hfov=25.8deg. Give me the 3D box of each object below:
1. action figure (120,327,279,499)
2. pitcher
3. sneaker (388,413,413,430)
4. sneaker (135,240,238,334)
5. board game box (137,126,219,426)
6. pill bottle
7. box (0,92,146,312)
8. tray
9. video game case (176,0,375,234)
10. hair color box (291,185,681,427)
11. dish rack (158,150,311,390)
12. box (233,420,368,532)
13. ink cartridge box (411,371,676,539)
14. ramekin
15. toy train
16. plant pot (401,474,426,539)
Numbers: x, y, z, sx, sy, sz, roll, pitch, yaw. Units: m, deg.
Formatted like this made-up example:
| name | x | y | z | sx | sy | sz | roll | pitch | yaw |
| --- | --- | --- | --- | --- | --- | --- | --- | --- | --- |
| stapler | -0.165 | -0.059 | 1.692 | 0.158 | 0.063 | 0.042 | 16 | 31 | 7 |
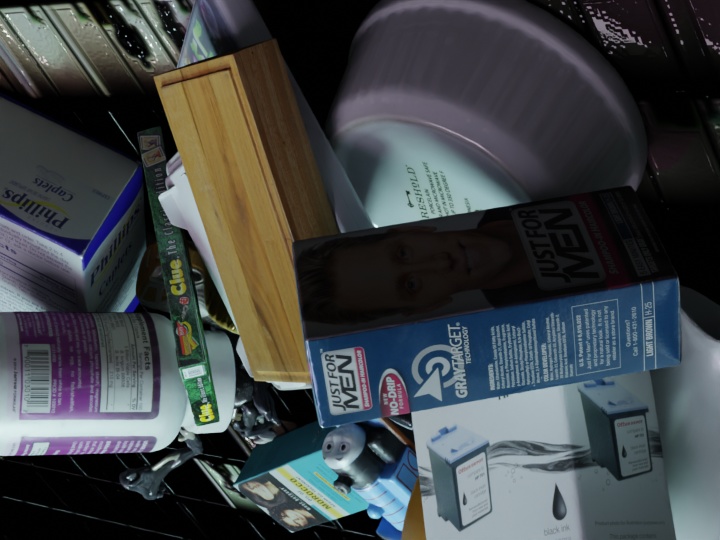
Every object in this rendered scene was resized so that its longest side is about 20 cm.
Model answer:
| name | x | y | z | sx | sy | sz | roll | pitch | yaw |
| --- | --- | --- | --- | --- | --- | --- | --- | --- | --- |
| action figure | -0.133 | 0.112 | 1.393 | 0.199 | 0.102 | 0.119 | -36 | 82 | 18 |
| pitcher | 0.185 | 0.101 | 1.022 | 0.171 | 0.121 | 0.202 | 29 | 110 | 21 |
| sneaker | 0.097 | 0.108 | 1.196 | 0.198 | 0.075 | 0.088 | 8 | 154 | 12 |
| sneaker | -0.091 | 0.014 | 1.256 | 0.087 | 0.076 | 0.199 | 20 | 176 | -42 |
| board game box | -0.136 | 0.004 | 1.178 | 0.023 | 0.202 | 0.105 | -10 | 151 | -6 |
| pill bottle | -0.205 | 0.089 | 1.255 | 0.198 | 0.114 | 0.112 | 2 | 158 | -22 |
| box | -0.279 | -0.036 | 1.320 | 0.182 | 0.105 | 0.201 | 25 | 150 | 9 |
| tray | -0.059 | -0.031 | 0.950 | 0.098 | 0.037 | 0.202 | -3 | 109 | 55 |
| video game case | -0.059 | -0.077 | 1.017 | 0.201 | 0.023 | 0.182 | 62 | 163 | 6 |
| hair color box | 0.066 | 0.017 | 0.860 | 0.198 | 0.100 | 0.061 | -10 | 123 | -2 |
| dish rack | -0.079 | -0.003 | 1.080 | 0.201 | 0.043 | 0.171 | 63 | 162 | -3 |
| box | -0.040 | 0.192 | 1.487 | 0.082 | 0.049 | 0.200 | 40 | 149 | -13 |
| ink cartridge box | 0.109 | 0.120 | 0.969 | 0.085 | 0.202 | 0.146 | 4 | 161 | -36 |
| ramekin | 0.067 | -0.070 | 0.966 | 0.201 | 0.095 | 0.203 | 23 | 149 | 15 |
| toy train | 0.043 | 0.163 | 1.297 | 0.086 | 0.115 | 0.200 | -5 | 139 | 45 |
| plant pot | 0.159 | 0.225 | 1.214 | 0.182 | 0.201 | 0.201 | -4 | 135 | 38 |
